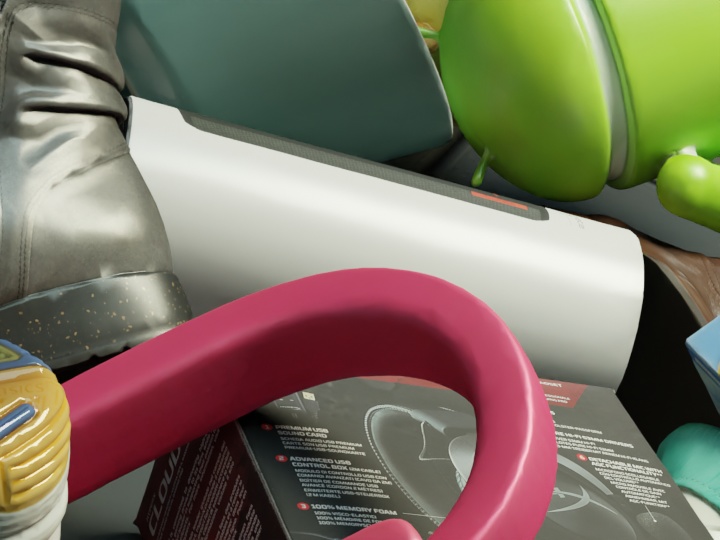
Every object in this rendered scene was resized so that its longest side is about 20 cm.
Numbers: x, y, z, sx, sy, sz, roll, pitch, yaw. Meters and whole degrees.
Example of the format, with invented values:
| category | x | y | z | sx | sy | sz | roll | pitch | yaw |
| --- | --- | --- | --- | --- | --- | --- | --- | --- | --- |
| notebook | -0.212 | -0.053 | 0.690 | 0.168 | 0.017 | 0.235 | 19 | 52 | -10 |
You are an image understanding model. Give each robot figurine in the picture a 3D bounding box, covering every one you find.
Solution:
| category | x | y | z | sx | sy | sz | roll | pitch | yaw |
| --- | --- | --- | --- | --- | --- | --- | --- | --- | --- |
| robot figurine | 0.123 | -0.099 | 1.050 | 0.200 | 0.116 | 0.176 | -19 | 67 | -11 |

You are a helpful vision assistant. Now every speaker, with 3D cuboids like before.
| category | x | y | z | sx | sy | sz | roll | pitch | yaw |
| --- | --- | --- | --- | --- | --- | --- | --- | --- | --- |
| speaker | 0.000 | 0.000 | 0.926 | 0.200 | 0.081 | 0.081 | 14 | 24 | -12 |

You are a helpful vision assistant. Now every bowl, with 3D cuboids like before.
| category | x | y | z | sx | sy | sz | roll | pitch | yaw |
| --- | --- | --- | --- | --- | --- | --- | --- | --- | --- |
| bowl | -0.059 | -0.111 | 1.018 | 0.105 | 0.201 | 0.201 | -31 | 40 | -6 |

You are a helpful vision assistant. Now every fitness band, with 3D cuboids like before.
| category | x | y | z | sx | sy | sz | roll | pitch | yaw |
| --- | --- | --- | --- | --- | --- | --- | --- | --- | --- |
| fitness band | -0.044 | 0.069 | 0.667 | 0.200 | 0.037 | 0.144 | -26 | 32 | -2 |

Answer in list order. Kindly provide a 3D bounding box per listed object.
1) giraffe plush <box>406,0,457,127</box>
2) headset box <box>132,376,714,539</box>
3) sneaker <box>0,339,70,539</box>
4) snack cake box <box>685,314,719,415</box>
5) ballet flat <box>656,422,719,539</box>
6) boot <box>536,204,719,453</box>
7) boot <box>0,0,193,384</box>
| category | x | y | z | sx | sy | sz | roll | pitch | yaw |
| --- | --- | --- | --- | --- | --- | --- | --- | --- | --- |
| giraffe plush | 0.058 | -0.128 | 1.170 | 0.173 | 0.200 | 0.162 | 19 | 46 | 37 |
| headset box | 0.027 | 0.097 | 0.743 | 0.149 | 0.077 | 0.200 | 9 | 25 | -24 |
| sneaker | -0.156 | 0.042 | 0.635 | 0.200 | 0.088 | 0.075 | 27 | 36 | 35 |
| snack cake box | 0.201 | 0.092 | 0.834 | 0.200 | 0.067 | 0.115 | 49 | -8 | 48 |
| ballet flat | 0.130 | 0.113 | 0.809 | 0.070 | 0.067 | 0.200 | -10 | 33 | -25 |
| boot | 0.179 | 0.035 | 1.018 | 0.200 | 0.064 | 0.186 | 13 | 22 | -25 |
| boot | -0.154 | -0.019 | 0.745 | 0.200 | 0.132 | 0.070 | -13 | -6 | -29 |
